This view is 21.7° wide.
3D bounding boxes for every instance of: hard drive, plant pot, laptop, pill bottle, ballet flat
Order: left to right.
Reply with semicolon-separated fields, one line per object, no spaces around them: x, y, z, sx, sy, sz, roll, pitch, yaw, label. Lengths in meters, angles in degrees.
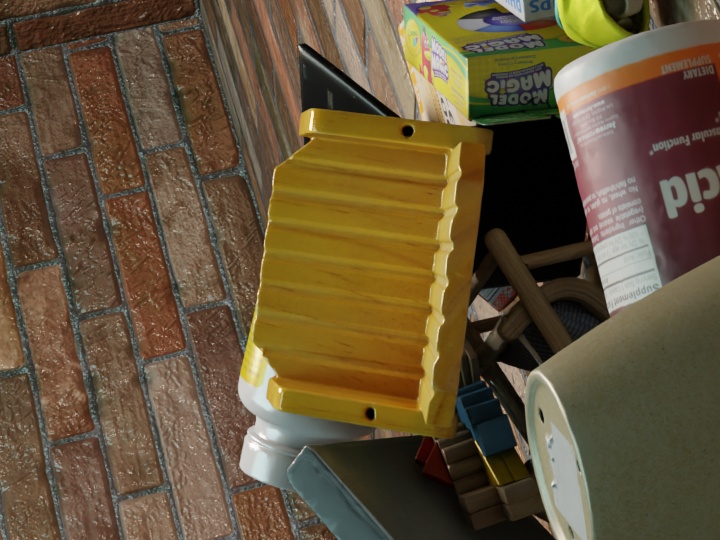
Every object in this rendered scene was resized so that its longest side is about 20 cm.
-0.027;0.056;1.366;0.111;0.111;0.201;-139;62;-75;pill bottle
0.052;0.172;1.285;0.140;0.033;0.200;46;-160;24;hard drive
0.062;-0.079;1.419;0.200;0.116;0.188;40;152;28;laptop
0.148;-0.228;1.117;0.067;0.067;0.201;26;128;52;ballet flat
0.180;-0.022;1.002;0.114;0.113;0.201;129;128;-79;pill bottle
0.181;0.068;0.836;0.187;0.199;0.189;167;90;-81;plant pot

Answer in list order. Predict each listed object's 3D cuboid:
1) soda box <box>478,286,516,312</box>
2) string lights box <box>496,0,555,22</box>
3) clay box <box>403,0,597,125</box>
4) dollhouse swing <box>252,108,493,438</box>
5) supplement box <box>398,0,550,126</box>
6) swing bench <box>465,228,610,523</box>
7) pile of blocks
0.058;-0.054;1.530;0.200;0.064;0.068;40;-174;0;soda box
0.111;-0.279;1.262;0.103;0.059;0.201;-124;23;-66;string lights box
0.108;-0.147;1.285;0.200;0.114;0.048;-126;30;-67;clay box
0.000;0.000;1.197;0.176;0.180;0.202;1;-83;-75;dollhouse swing
0.091;-0.165;1.506;0.200;0.073;0.127;143;114;-80;supplement box
0.152;0.079;1.276;0.199;0.129;0.201;111;145;-74;swing bench
0.060;0.103;1.296;0.200;0.062;0.082;-121;16;-52;pile of blocks
